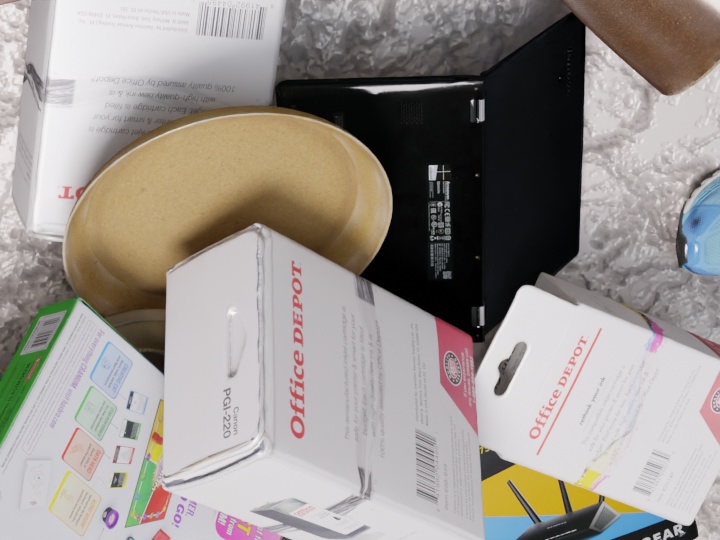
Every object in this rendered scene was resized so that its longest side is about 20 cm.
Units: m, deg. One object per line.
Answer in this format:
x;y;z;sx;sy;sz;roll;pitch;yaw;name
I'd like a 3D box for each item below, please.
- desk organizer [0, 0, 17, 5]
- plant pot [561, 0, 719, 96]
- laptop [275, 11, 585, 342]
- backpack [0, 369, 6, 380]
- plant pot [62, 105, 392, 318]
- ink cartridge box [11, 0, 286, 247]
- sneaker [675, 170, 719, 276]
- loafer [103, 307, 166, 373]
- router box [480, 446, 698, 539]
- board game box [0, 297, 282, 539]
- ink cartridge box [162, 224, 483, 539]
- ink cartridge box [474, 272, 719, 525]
-0.234;-0.250;1.161;0.076;0.072;0.201;-12;114;10;desk organizer
0.157;-0.239;1.256;0.199;0.187;0.188;31;99;-10;plant pot
0.050;-0.061;1.323;0.198;0.116;0.189;-1;120;1;laptop
-0.190;0.165;1.291;0.199;0.153;0.177;21;103;-7;backpack
-0.080;-0.031;1.216;0.198;0.028;0.201;-10;141;-9;plant pot
-0.129;-0.122;1.245;0.144;0.085;0.202;3;107;-20;ink cartridge box
0.313;-0.032;1.412;0.198;0.090;0.079;-10;112;-13;sneaker
-0.093;0.081;1.268;0.199;0.068;0.076;18;131;-33;loafer
0.127;0.154;1.442;0.199;0.051;0.150;-21;114;-7;router box
-0.137;0.138;1.177;0.200;0.040;0.154;45;52;-28;board game box
-0.021;0.082;1.215;0.084;0.147;0.199;-23;145;33;ink cartridge box
0.154;0.079;1.357;0.199;0.068;0.117;22;101;-24;ink cartridge box
